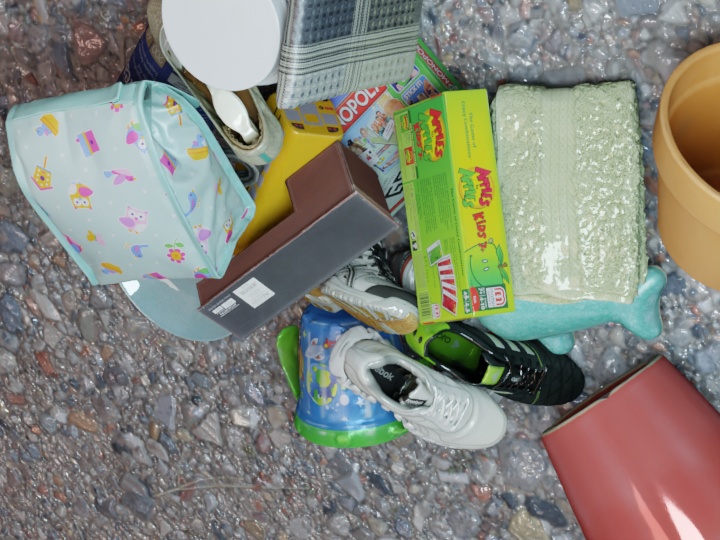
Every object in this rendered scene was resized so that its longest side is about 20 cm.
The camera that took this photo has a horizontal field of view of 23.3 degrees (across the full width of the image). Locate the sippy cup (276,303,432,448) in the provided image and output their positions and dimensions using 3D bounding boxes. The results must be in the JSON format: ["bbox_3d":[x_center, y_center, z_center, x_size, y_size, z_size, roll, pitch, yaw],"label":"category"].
[{"bbox_3d":[-0.008,0.096,1.809,0.176,0.140,0.132,-4,110,9],"label":"sippy cup"}]

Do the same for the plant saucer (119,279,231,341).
[{"bbox_3d":[-0.191,-0.020,1.917,0.199,0.039,0.203,15,123,24],"label":"plant saucer"}]

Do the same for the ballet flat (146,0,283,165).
[{"bbox_3d":[-0.137,-0.187,1.634,0.067,0.062,0.201,-38,81,8],"label":"ballet flat"}]

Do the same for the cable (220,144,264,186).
[{"bbox_3d":[-0.179,-0.088,1.720,0.198,0.050,0.098,11,139,32],"label":"cable"}]

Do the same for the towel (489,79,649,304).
[{"bbox_3d":[0.187,-0.070,1.582,0.147,0.036,0.202,0,89,17],"label":"towel"}]

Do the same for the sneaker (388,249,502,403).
[{"bbox_3d":[0.087,0.057,1.777,0.082,0.077,0.201,24,142,60],"label":"sneaker"}]

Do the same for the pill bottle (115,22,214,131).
[{"bbox_3d":[-0.192,-0.179,1.777,0.111,0.111,0.200,42,131,5],"label":"pill bottle"}]

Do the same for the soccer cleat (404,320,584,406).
[{"bbox_3d":[0.134,0.095,1.703,0.198,0.081,0.068,21,106,-18],"label":"soccer cleat"}]

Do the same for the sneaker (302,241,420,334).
[{"bbox_3d":[0.000,0.000,1.714,0.076,0.088,0.199,40,168,-37],"label":"sneaker"}]

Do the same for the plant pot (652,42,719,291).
[{"bbox_3d":[0.332,-0.073,1.462,0.199,0.200,0.141,29,145,15],"label":"plant pot"}]

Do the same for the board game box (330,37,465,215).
[{"bbox_3d":[0.022,-0.135,1.719,0.135,0.029,0.200,47,131,0],"label":"board game box"}]

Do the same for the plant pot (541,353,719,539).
[{"bbox_3d":[0.275,0.191,1.652,0.200,0.200,0.178,-39,84,41],"label":"plant pot"}]

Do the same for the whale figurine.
[{"bbox_3d":[0.187,0.018,1.651,0.198,0.104,0.161,17,124,25],"label":"whale figurine"}]

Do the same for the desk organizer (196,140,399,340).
[{"bbox_3d":[-0.068,-0.028,1.682,0.199,0.077,0.072,-36,136,19],"label":"desk organizer"}]

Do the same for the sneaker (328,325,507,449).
[{"bbox_3d":[0.064,0.125,1.697,0.199,0.076,0.081,27,179,-22],"label":"sneaker"}]

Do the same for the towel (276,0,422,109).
[{"bbox_3d":[-0.003,-0.247,1.544,0.034,0.199,0.195,21,114,30],"label":"towel"}]

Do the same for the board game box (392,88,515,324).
[{"bbox_3d":[0.084,-0.056,1.601,0.101,0.047,0.202,-12,85,62],"label":"board game box"}]

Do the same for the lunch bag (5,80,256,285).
[{"bbox_3d":[-0.218,-0.092,1.631,0.169,0.123,0.201,-5,132,31],"label":"lunch bag"}]

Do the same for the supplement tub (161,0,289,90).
[{"bbox_3d":[-0.078,-0.256,1.597,0.143,0.200,0.146,14,121,23],"label":"supplement tub"}]

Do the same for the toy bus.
[{"bbox_3d":[-0.085,-0.086,1.733,0.201,0.064,0.079,-62,36,39],"label":"toy bus"}]
